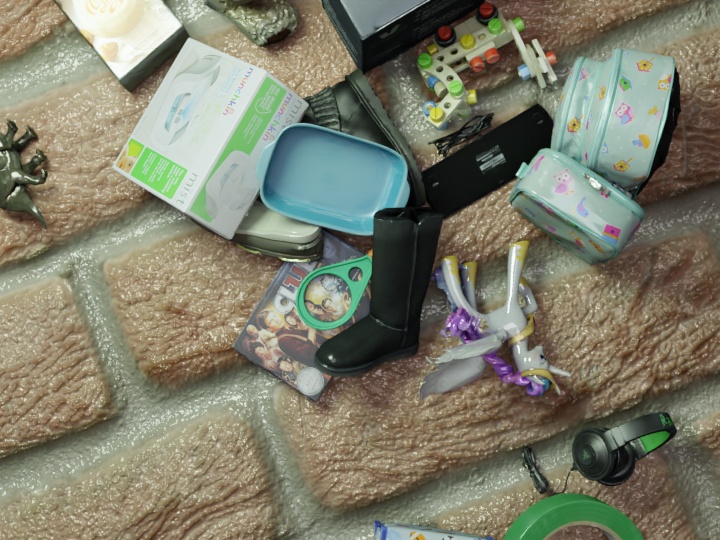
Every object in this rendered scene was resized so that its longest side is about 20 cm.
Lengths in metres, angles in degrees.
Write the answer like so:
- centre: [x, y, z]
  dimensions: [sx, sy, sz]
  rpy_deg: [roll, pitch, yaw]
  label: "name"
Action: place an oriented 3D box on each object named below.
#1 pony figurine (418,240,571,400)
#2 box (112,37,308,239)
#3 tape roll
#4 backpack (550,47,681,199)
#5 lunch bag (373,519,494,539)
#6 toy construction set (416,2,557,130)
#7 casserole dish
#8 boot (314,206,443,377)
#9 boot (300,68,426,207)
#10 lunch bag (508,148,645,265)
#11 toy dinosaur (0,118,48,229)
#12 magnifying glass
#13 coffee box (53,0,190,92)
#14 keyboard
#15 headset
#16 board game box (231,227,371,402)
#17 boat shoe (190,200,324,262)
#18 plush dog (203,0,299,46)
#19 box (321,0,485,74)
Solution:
- centre: [0.160, 0.078, 1.440]
  dimensions: [0.191, 0.167, 0.202]
  rpy_deg: [-11, 73, -8]
  label: "pony figurine"
- centre: [-0.190, -0.168, 1.422]
  dimensions: [0.176, 0.096, 0.201]
  rpy_deg: [30, 89, 42]
  label: "box"
- centre: [0.276, 0.393, 1.447]
  dimensions: [0.198, 0.048, 0.203]
  rpy_deg: [0, 92, -12]
  label: "tape roll"
- centre: [0.324, -0.192, 1.409]
  dimensions: [0.152, 0.200, 0.177]
  rpy_deg: [16, 89, 1]
  label: "backpack"
- centre: [0.085, 0.433, 1.430]
  dimensions: [0.168, 0.124, 0.202]
  rpy_deg: [7, 81, -1]
  label: "lunch bag"
- centre: [0.159, -0.269, 1.466]
  dimensions: [0.198, 0.092, 0.132]
  rpy_deg: [-21, 64, -8]
  label: "toy construction set"
- centre: [-0.035, -0.117, 1.394]
  dimensions: [0.198, 0.039, 0.122]
  rpy_deg: [14, 109, -19]
  label: "casserole dish"
- centre: [0.021, 0.023, 1.403]
  dimensions: [0.065, 0.164, 0.202]
  rpy_deg: [35, 127, 38]
  label: "boot"
- centre: [-0.023, -0.144, 1.468]
  dimensions: [0.157, 0.079, 0.212]
  rpy_deg: [-30, 80, -6]
  label: "boot"
- centre: [0.265, -0.083, 1.406]
  dimensions: [0.160, 0.200, 0.077]
  rpy_deg: [37, 87, 3]
  label: "lunch bag"
- centre: [-0.472, -0.134, 1.484]
  dimensions: [0.102, 0.077, 0.201]
  rpy_deg: [-31, 93, 11]
  label: "toy dinosaur"
- centre: [0.000, 0.000, 1.461]
  dimensions: [0.200, 0.022, 0.080]
  rpy_deg: [-40, 88, 1]
  label: "magnifying glass"
- centre: [-0.333, -0.354, 1.476]
  dimensions: [0.114, 0.080, 0.200]
  rpy_deg: [-41, 88, -1]
  label: "coffee box"
- centre: [0.166, -0.161, 1.500]
  dimensions: [0.199, 0.040, 0.105]
  rpy_deg: [-30, 111, -2]
  label: "keyboard"
- centre: [0.308, 0.228, 1.446]
  dimensions: [0.199, 0.123, 0.095]
  rpy_deg: [-33, 63, 16]
  label: "headset"
- centre: [-0.062, 0.053, 1.485]
  dimensions: [0.135, 0.035, 0.201]
  rpy_deg: [32, 88, 1]
  label: "board game box"
- centre: [-0.139, -0.056, 1.461]
  dimensions: [0.200, 0.061, 0.072]
  rpy_deg: [13, 51, 23]
  label: "boat shoe"
- centre: [-0.137, -0.417, 1.444]
  dimensions: [0.160, 0.200, 0.172]
  rpy_deg: [38, 84, 23]
  label: "plush dog"
- centre: [0.057, -0.364, 1.416]
  dimensions: [0.196, 0.200, 0.118]
  rpy_deg: [-31, 88, -1]
  label: "box"
